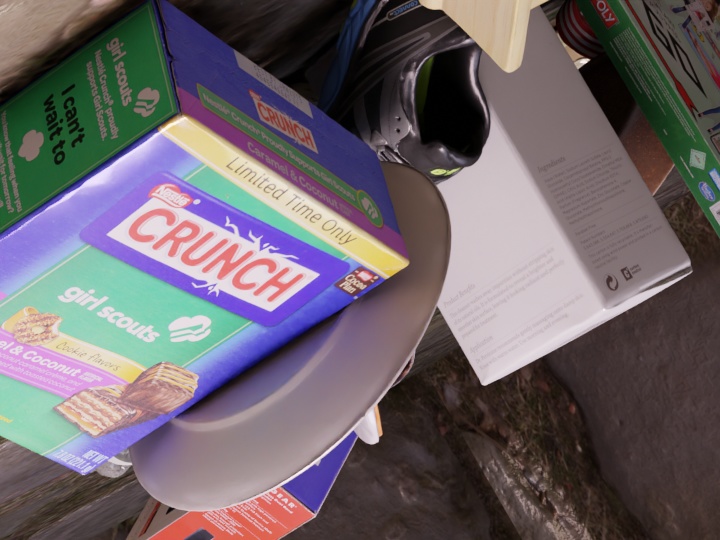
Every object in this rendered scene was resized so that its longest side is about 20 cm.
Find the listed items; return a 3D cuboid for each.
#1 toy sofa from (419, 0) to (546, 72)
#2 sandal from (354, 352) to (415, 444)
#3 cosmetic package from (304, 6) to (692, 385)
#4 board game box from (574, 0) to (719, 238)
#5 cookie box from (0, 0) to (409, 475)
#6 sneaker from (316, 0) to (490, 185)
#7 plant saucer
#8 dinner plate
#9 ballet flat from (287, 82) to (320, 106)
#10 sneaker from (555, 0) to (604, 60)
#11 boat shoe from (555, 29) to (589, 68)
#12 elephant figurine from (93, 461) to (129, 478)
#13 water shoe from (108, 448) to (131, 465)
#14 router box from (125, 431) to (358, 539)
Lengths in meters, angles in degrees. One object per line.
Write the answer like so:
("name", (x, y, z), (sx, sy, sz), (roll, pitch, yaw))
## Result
("toy sofa", (0.115, -0.182, 1.148), (0.200, 0.098, 0.083), (-27, 149, -24))
("sandal", (0.000, -0.005, 1.417), (0.059, 0.207, 0.079), (-12, 151, -5))
("cosmetic package", (0.070, -0.055, 1.330), (0.081, 0.200, 0.113), (-23, 173, -42))
("board game box", (0.197, -0.118, 1.411), (0.134, 0.200, 0.029), (-24, 171, -46))
("cookie box", (-0.108, -0.009, 1.120), (0.200, 0.075, 0.171), (-33, 142, 21))
("sneaker", (0.017, -0.061, 1.268), (0.071, 0.083, 0.200), (-19, 140, -43))
("plant saucer", (0.128, -0.065, 1.511), (0.200, 0.034, 0.200), (-47, -163, 19))
("dinner plate", (-0.041, 0.024, 1.194), (0.200, 0.024, 0.200), (-29, -143, 25))
("ballet flat", (0.027, -0.079, 1.433), (0.200, 0.057, 0.066), (15, -176, -45))
("sneaker", (0.208, -0.187, 1.593), (0.200, 0.079, 0.115), (-13, 176, -26))
("boat shoe", (0.139, -0.125, 1.725), (0.200, 0.063, 0.073), (-35, 172, 37))
("elephant figurine", (-0.107, 0.035, 1.472), (0.155, 0.142, 0.200), (-34, -167, -15))
("water shoe", (-0.084, 0.019, 1.330), (0.200, 0.072, 0.079), (-40, -144, -27))
("router box", (-0.052, 0.093, 1.564), (0.179, 0.049, 0.200), (-36, -160, 50))
